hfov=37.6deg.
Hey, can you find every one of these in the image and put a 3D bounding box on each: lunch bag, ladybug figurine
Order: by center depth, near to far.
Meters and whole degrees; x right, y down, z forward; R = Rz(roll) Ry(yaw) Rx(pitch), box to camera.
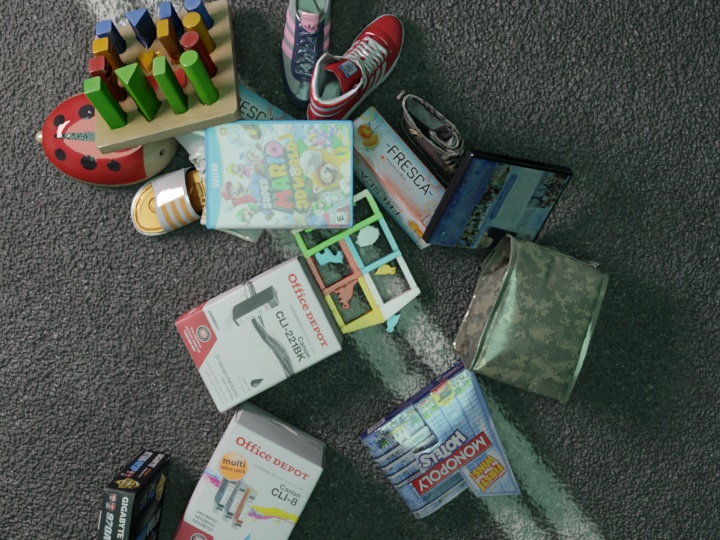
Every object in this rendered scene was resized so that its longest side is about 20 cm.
[{"bbox_3d":[-0.355,-0.185,1.477,0.197,0.072,0.138,-4,96,-1],"label":"ladybug figurine"},{"bbox_3d":[0.241,0.060,1.489,0.162,0.118,0.202,19,100,-14],"label":"lunch bag"}]

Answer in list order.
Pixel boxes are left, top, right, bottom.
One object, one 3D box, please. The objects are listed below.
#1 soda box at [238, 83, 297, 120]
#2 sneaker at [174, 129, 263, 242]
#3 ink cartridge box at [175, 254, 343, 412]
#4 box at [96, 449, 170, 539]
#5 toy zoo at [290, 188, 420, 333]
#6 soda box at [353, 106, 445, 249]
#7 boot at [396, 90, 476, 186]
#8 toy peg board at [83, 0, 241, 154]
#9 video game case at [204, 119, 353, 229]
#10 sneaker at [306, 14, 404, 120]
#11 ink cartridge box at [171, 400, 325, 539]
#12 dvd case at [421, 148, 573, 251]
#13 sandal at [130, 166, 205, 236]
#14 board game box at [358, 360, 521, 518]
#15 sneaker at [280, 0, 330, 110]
[{"bbox_3d":[-0.164,-0.212,1.478,0.198,0.064,0.069,32,80,-5],"label":"soda box"},{"bbox_3d":[-0.198,-0.122,1.442,0.199,0.073,0.117,36,73,-19],"label":"sneaker"},{"bbox_3d":[-0.140,0.087,1.504,0.198,0.084,0.146,-27,95,1],"label":"ink cartridge box"},{"bbox_3d":[-0.318,0.353,1.467,0.045,0.200,0.161,10,95,2],"label":"box"},{"bbox_3d":[0.000,0.000,1.531,0.130,0.020,0.202,-26,95,1],"label":"toy zoo"},{"bbox_3d":[0.052,-0.128,1.482,0.064,0.068,0.200,-43,95,-19],"label":"soda box"},{"bbox_3d":[0.121,-0.164,1.441,0.199,0.174,0.069,40,93,-4],"label":"boot"},{"bbox_3d":[-0.272,-0.283,1.397,0.197,0.098,0.202,-13,60,7],"label":"toy peg board"},{"bbox_3d":[-0.108,-0.128,1.415,0.197,0.018,0.146,-1,97,-6],"label":"video game case"},{"bbox_3d":[-0.002,-0.284,1.442,0.071,0.113,0.201,34,78,5],"label":"sneaker"},{"bbox_3d":[-0.155,0.313,1.496,0.144,0.145,0.202,27,93,-4],"label":"ink cartridge box"},{"bbox_3d":[0.190,-0.090,1.448,0.198,0.018,0.144,5,123,-38],"label":"dvd case"},{"bbox_3d":[-0.233,-0.114,1.494,0.204,0.059,0.080,-23,95,0],"label":"sandal"},{"bbox_3d":[0.133,0.269,1.542,0.199,0.062,0.201,-36,95,2],"label":"board game box"},{"bbox_3d":[-0.076,-0.325,1.465,0.069,0.082,0.203,1,98,-4],"label":"sneaker"}]
